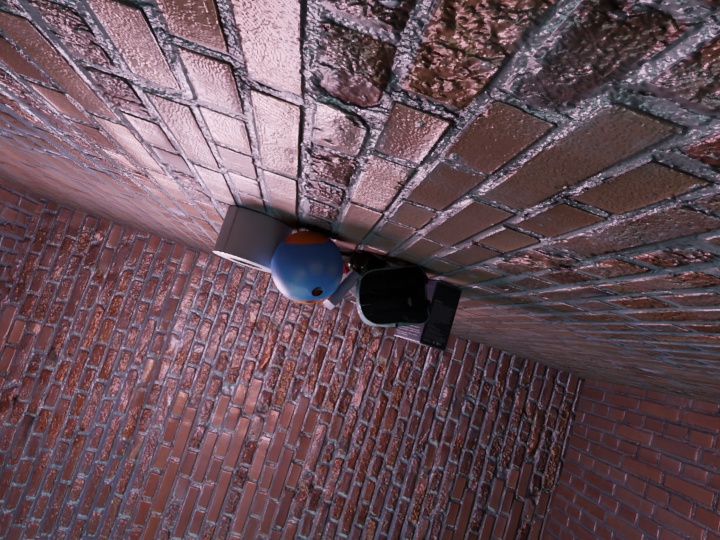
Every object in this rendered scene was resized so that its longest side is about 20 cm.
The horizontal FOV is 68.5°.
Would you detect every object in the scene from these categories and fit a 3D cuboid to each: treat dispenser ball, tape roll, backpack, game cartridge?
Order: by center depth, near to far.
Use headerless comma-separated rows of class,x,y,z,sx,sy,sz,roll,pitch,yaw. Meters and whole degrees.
treat dispenser ball,-0.146,-0.010,1.460,0.200,0.202,0.201,17,173,2
backpack,0.083,0.077,1.517,0.199,0.177,0.153,-4,175,-14
tape roll,-0.313,-0.085,1.546,0.202,0.140,0.203,17,173,2
game cartridge,-0.057,0.057,1.573,0.040,0.134,0.200,39,176,-2

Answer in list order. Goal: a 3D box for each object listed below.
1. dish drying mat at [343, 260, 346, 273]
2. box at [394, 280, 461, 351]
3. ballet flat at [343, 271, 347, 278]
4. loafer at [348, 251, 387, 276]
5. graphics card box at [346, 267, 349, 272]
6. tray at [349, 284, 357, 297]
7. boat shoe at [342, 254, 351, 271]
dish drying mat,-0.144,-0.002,1.644,0.199,0.018,0.077,-5,158,2
box,0.212,0.137,1.683,0.107,0.201,0.148,21,173,-29
ballet flat,-0.135,0.012,1.733,0.199,0.070,0.069,15,172,23
loafer,0.044,0.005,1.604,0.071,0.073,0.200,14,172,40
graphics card box,-0.127,-0.040,1.779,0.199,0.051,0.125,12,171,34
tray,0.010,0.039,1.811,0.107,0.022,0.200,42,-154,22
boat shoe,0.000,0.000,1.711,0.071,0.065,0.200,12,171,37
